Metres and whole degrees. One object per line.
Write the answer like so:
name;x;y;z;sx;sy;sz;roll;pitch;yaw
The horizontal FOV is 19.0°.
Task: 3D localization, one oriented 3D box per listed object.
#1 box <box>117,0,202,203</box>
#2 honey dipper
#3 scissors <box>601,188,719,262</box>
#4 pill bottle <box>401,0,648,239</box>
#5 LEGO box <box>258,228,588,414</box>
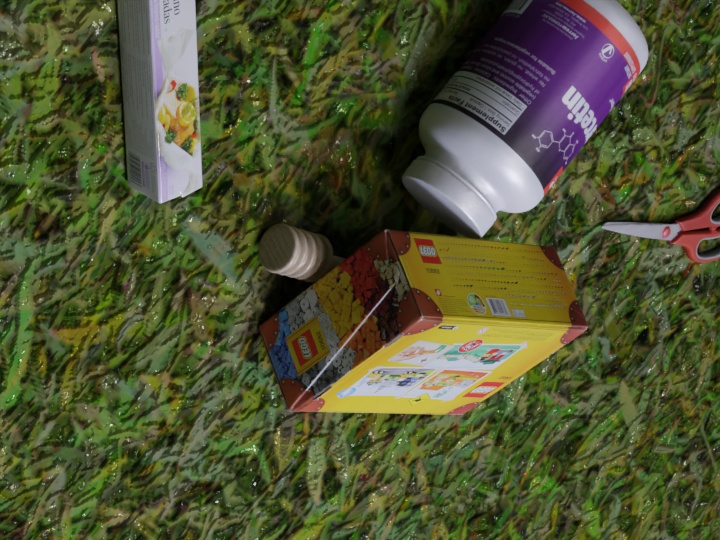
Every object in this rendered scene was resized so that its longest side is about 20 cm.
box;-0.133;-0.142;1.420;0.039;0.041;0.200;-24;127;-36
honey dipper;0.000;0.000;1.642;0.200;0.038;0.038;15;101;-50
scissors;0.279;-0.029;1.926;0.200;0.014;0.073;-16;125;-41
pill bottle;0.122;-0.124;1.637;0.200;0.112;0.112;-52;139;-10
LEGO box;0.050;0.043;1.632;0.200;0.077;0.149;5;146;-47
